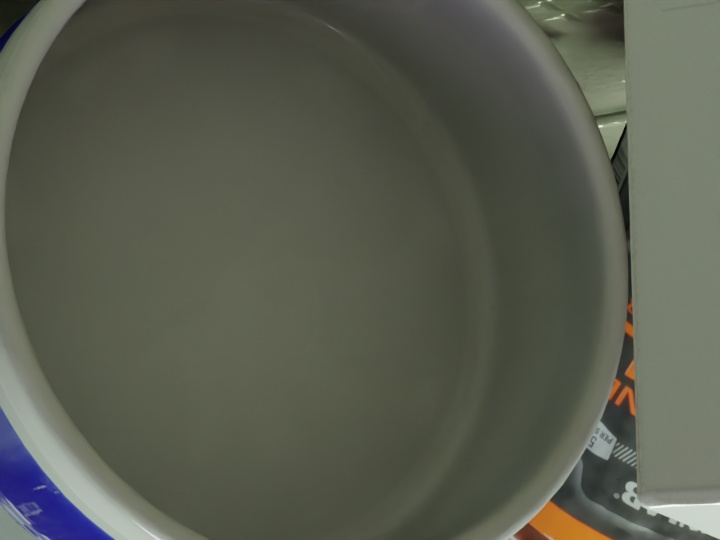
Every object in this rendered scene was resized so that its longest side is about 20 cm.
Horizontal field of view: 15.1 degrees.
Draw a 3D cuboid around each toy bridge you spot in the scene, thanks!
[{"bbox_3d":[-0.002,0.009,0.863,0.067,0.200,0.027,48,149,-5],"label":"toy bridge"}]

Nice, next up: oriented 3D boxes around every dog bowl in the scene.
[{"bbox_3d":[-0.026,-0.003,0.786,0.200,0.201,0.079,6,167,-25],"label":"dog bowl"}]

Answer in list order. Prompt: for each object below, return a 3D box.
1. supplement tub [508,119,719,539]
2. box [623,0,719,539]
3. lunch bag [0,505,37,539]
[{"bbox_3d":[0.105,0.040,0.858,0.107,0.200,0.107,17,-158,-7],"label":"supplement tub"},{"bbox_3d":[0.134,-0.035,0.644,0.106,0.200,0.152,-6,165,23],"label":"box"},{"bbox_3d":[-0.164,0.013,0.845,0.200,0.170,0.127,17,167,2],"label":"lunch bag"}]
